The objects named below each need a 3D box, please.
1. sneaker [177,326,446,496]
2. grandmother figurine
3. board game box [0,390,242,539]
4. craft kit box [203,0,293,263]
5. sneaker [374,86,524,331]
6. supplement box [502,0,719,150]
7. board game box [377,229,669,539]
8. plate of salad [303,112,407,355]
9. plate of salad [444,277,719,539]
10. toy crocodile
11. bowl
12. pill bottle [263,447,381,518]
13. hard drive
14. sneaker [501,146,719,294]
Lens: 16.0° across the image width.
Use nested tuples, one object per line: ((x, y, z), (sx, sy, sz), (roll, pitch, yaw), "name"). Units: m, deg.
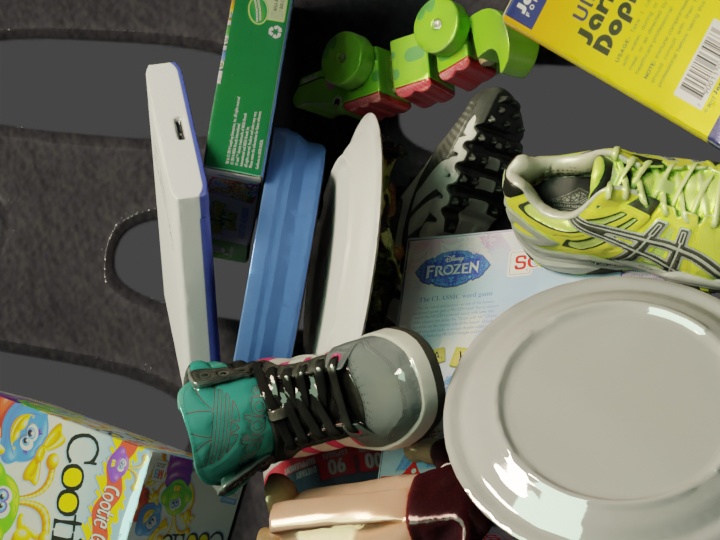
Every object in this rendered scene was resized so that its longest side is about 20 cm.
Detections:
((-0.045, 0.082, 1.516), (0.200, 0.120, 0.084), (-17, 89, 58), "sneaker")
((0.035, 0.143, 1.508), (0.199, 0.061, 0.122), (-14, 56, 25), "grandmother figurine")
((-0.196, 0.160, 1.827), (0.199, 0.105, 0.104), (16, 88, 41), "board game box")
((-0.075, -0.129, 1.749), (0.048, 0.198, 0.201), (9, 73, 0), "craft kit box")
((0.040, -0.035, 1.708), (0.090, 0.066, 0.201), (25, 97, 39), "sneaker")
((0.205, -0.149, 1.573), (0.200, 0.109, 0.110), (35, 101, 40), "supplement box")
((0.113, 0.069, 1.565), (0.199, 0.041, 0.201), (-5, 64, 28), "board game box")
((0.000, 0.000, 1.641), (0.200, 0.048, 0.201), (-171, 90, -81), "plate of salad")
((0.147, 0.087, 1.444), (0.199, 0.048, 0.201), (-4, 49, 4), "plate of salad")
((0.038, -0.136, 1.737), (0.199, 0.067, 0.062), (-16, 68, 35), "toy crocodile")
((-0.057, 0.005, 1.717), (0.039, 0.201, 0.202), (10, 83, -3), "bowl")
((0.009, 0.207, 1.634), (0.119, 0.119, 0.201), (-25, 63, 32), "pill bottle")
((-0.116, -0.018, 1.699), (0.132, 0.025, 0.201), (-106, 11, -45), "hard drive")
((0.173, -0.034, 1.509), (0.199, 0.076, 0.076), (-3, 62, 27), "sneaker")
